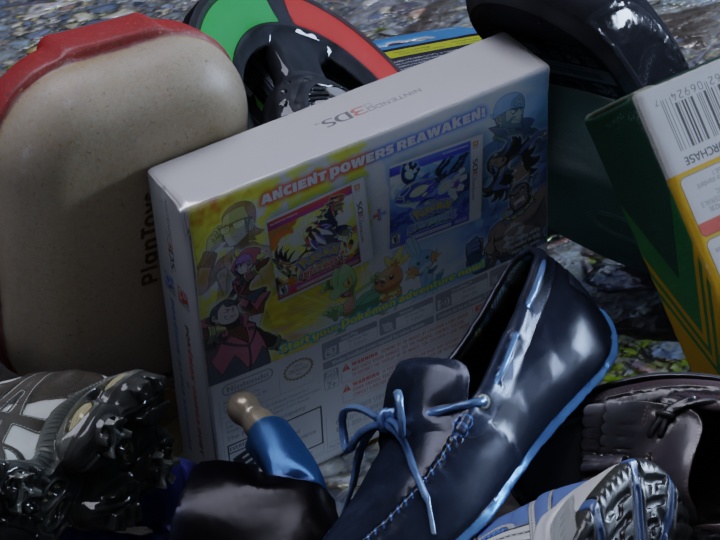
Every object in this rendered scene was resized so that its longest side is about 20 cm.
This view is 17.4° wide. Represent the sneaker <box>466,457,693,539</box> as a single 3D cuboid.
[{"bbox_3d":[0.057,0.150,0.940,0.077,0.076,0.200,-18,12,46],"label":"sneaker"}]

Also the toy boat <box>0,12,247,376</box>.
[{"bbox_3d":[-0.133,-0.040,1.126,0.130,0.201,0.131,-18,41,-28],"label":"toy boat"}]

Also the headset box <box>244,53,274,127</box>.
[{"bbox_3d":[-0.110,-0.046,1.309,0.174,0.093,0.200,-34,12,31],"label":"headset box"}]

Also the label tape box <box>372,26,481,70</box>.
[{"bbox_3d":[0.077,-0.097,1.417,0.143,0.067,0.199,-14,20,-40],"label":"label tape box"}]

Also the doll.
[{"bbox_3d":[-0.069,0.115,1.056,0.199,0.049,0.137,4,54,16],"label":"doll"}]

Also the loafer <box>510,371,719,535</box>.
[{"bbox_3d":[0.157,0.081,1.010,0.199,0.072,0.063,-3,1,13],"label":"loafer"}]

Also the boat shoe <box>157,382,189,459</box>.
[{"bbox_3d":[-0.164,0.094,1.150,0.199,0.063,0.073,-23,26,-25],"label":"boat shoe"}]

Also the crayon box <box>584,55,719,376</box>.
[{"bbox_3d":[0.200,-0.005,1.083,0.125,0.201,0.052,-23,0,-25],"label":"crayon box"}]

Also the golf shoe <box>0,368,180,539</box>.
[{"bbox_3d":[-0.164,0.097,0.986,0.094,0.078,0.200,11,21,28],"label":"golf shoe"}]

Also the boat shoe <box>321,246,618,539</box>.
[{"bbox_3d":[0.031,0.065,1.007,0.084,0.069,0.200,-19,21,44],"label":"boat shoe"}]

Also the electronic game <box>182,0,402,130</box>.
[{"bbox_3d":[-0.016,-0.069,1.240,0.042,0.200,0.200,-40,8,33],"label":"electronic game"}]

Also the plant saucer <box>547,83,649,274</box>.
[{"bbox_3d":[0.141,-0.035,1.203,0.199,0.200,0.036,14,76,44],"label":"plant saucer"}]

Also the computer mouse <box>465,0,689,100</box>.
[{"bbox_3d":[0.120,-0.105,1.178,0.138,0.200,0.053,19,75,36],"label":"computer mouse"}]

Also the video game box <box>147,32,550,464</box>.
[{"bbox_3d":[0.000,0.000,1.131,0.199,0.183,0.047,-22,44,-23],"label":"video game box"}]
